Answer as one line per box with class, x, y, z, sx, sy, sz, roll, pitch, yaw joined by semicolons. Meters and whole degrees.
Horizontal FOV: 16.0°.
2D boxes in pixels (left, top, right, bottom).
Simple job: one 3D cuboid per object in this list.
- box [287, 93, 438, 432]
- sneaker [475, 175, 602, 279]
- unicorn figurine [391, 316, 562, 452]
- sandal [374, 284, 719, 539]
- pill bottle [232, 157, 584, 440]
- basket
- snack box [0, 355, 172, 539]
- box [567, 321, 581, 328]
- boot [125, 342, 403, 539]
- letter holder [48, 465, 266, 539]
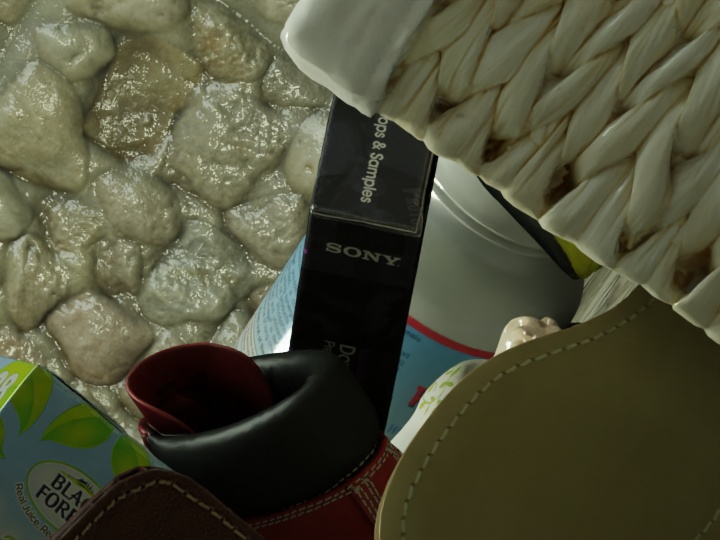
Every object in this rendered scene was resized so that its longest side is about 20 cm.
box;0.000;0.000;0.790;0.201;0.036;0.143;102;179;-48
sneaker;0.087;-0.049;0.766;0.085;0.075;0.200;-40;2;15
unicorn figurine;0.009;0.091;0.896;0.200;0.074;0.137;-35;36;0
sandal;0.072;0.047;0.699;0.212;0.078;0.070;-43;-14;-38
pill bottle;0.022;0.016;1.041;0.200;0.109;0.109;-56;-2;36
basket;0.115;-0.105;0.556;0.199;0.161;0.200;-56;-3;30
snack box;-0.148;0.115;0.697;0.200;0.068;0.168;-53;20;-15
box;0.059;0.098;1.013;0.160;0.049;0.200;-57;-2;-1
boot;-0.037;0.091;0.752;0.200;0.144;0.072;-30;14;50
letter holder;-0.071;0.162;0.572;0.200;0.142;0.101;-54;11;-27
